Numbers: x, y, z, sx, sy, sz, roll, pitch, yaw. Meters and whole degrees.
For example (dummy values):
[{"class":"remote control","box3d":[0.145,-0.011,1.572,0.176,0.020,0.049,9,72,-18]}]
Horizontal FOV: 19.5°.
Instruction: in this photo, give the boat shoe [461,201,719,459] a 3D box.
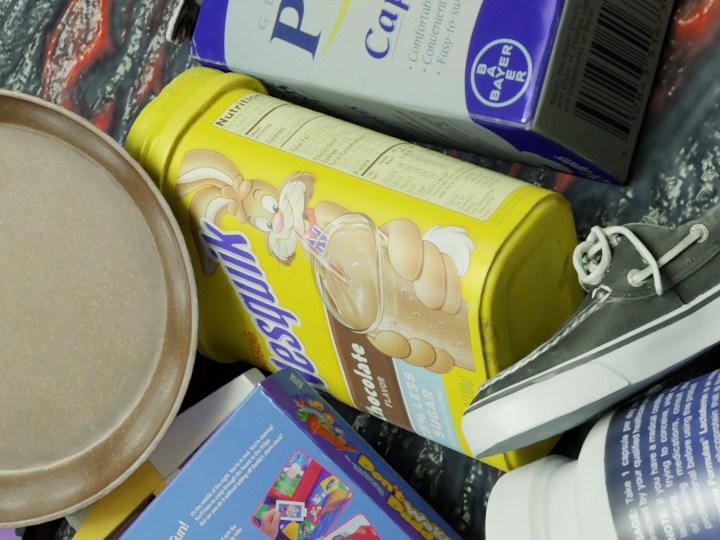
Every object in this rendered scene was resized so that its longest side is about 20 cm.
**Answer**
[{"class":"boat shoe","box3d":[0.121,0.008,0.871,0.199,0.074,0.068,-30,80,-3]}]

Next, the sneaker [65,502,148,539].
[{"class":"sneaker","box3d":[-0.177,0.082,1.034,0.201,0.115,0.074,70,166,-12]}]

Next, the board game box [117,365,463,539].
[{"class":"board game box","box3d":[-0.055,0.162,0.955,0.134,0.045,0.200,45,108,7]}]

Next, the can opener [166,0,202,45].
[{"class":"can opener","box3d":[-0.052,-0.204,1.094,0.066,0.053,0.201,20,94,0]}]

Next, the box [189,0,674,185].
[{"class":"box","box3d":[0.043,-0.156,0.980,0.199,0.105,0.185,14,88,35]}]

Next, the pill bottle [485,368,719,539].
[{"class":"pill bottle","box3d":[0.158,0.096,0.846,0.199,0.116,0.116,-23,69,28]}]

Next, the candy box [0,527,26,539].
[{"class":"candy box","box3d":[-0.248,0.049,1.070,0.169,0.199,0.072,-67,26,5]}]

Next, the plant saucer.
[{"class":"plant saucer","box3d":[-0.169,0.016,0.949,0.199,0.034,0.202,1,100,5]}]

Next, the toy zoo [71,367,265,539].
[{"class":"toy zoo","box3d":[-0.050,0.140,0.986,0.131,0.020,0.200,-45,83,18]}]

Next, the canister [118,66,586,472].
[{"class":"canister","box3d":[0.000,0.000,0.954,0.199,0.149,0.087,20,52,32]}]
